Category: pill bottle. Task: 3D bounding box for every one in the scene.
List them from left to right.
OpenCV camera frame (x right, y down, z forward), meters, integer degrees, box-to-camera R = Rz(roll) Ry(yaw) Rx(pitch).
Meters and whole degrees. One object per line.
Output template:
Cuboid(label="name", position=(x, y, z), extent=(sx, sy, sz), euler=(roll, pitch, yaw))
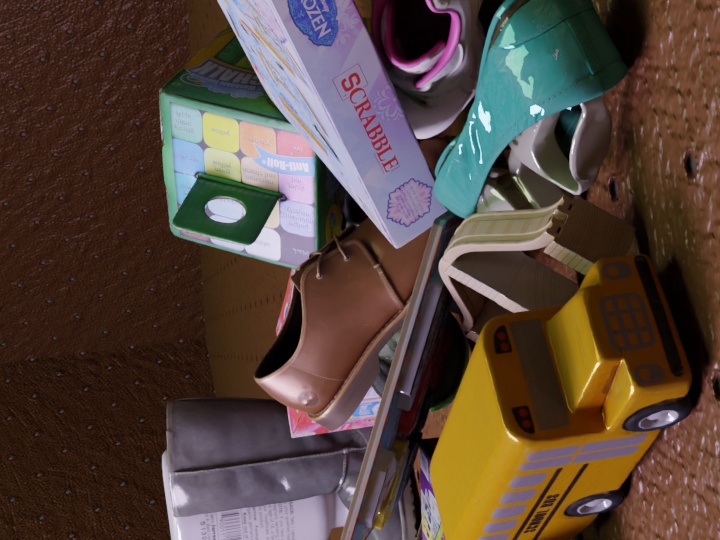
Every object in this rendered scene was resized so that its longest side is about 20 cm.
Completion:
Cuboid(label="pill bottle", position=(-0.080, 0.209, 1.334), extent=(0.114, 0.199, 0.115), euler=(173, 90, -80))

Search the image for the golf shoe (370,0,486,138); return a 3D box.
Cuboid(label="golf shoe", position=(0.030, -0.128, 0.786), extent=(0.092, 0.075, 0.200), euler=(-59, -12, -29))

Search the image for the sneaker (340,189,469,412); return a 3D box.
Cuboid(label="sneaker", position=(0.019, 0.004, 0.957), extent=(0.084, 0.076, 0.201), euler=(45, -152, -58))

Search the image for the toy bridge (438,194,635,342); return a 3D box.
Cuboid(label="toy bridge", position=(0.073, 0.003, 0.712), extent=(0.027, 0.067, 0.200), euler=(-61, 0, -17))

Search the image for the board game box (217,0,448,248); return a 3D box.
Cuboid(label="board game box", position=(-0.040, -0.139, 0.812), extent=(0.200, 0.041, 0.200), euler=(52, 173, 48))

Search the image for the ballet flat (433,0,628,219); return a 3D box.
Cuboid(label="ballet flat", position=(0.079, -0.056, 0.678), extent=(0.071, 0.067, 0.200), euler=(59, 164, 17))

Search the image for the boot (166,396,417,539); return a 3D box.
Cuboid(label="boot", position=(-0.058, 0.185, 1.197), extent=(0.073, 0.199, 0.183), euler=(112, 150, -71))

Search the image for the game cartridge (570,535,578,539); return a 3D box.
Cuboid(label="game cartridge", position=(0.096, 0.188, 0.811), extent=(0.133, 0.040, 0.201), euler=(124, 139, -69))

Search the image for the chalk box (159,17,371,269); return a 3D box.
Cuboid(label="chalk box", position=(-0.062, -0.089, 1.015), extent=(0.200, 0.124, 0.125), euler=(-56, -26, -48))

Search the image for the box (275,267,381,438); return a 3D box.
Cuboid(label="box", position=(-0.004, 0.058, 1.101), extent=(0.200, 0.102, 0.095), euler=(110, 152, -71))

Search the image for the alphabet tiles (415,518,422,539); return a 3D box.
Cuboid(label="alphabet tiles", position=(0.033, 0.249, 1.062), extent=(0.201, 0.006, 0.167), euler=(96, -169, -52))

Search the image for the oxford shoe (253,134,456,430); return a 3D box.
Cuboid(label="oxford shoe", position=(0.000, 0.000, 0.878), extent=(0.201, 0.071, 0.071), euler=(-61, 20, 7))

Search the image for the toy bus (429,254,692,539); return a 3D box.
Cuboid(label="toy bus", position=(0.087, 0.069, 0.659), extent=(0.200, 0.078, 0.065), euler=(102, 159, -61))

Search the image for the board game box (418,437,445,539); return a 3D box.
Cuboid(label="board game box", position=(0.068, 0.188, 0.796), extent=(0.200, 0.032, 0.121), euler=(-119, 29, -68))

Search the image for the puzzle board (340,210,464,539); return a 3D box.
Cuboid(label="puzzle board", position=(0.033, 0.061, 0.823), extent=(0.151, 0.017, 0.201), euler=(-34, -40, -76))
